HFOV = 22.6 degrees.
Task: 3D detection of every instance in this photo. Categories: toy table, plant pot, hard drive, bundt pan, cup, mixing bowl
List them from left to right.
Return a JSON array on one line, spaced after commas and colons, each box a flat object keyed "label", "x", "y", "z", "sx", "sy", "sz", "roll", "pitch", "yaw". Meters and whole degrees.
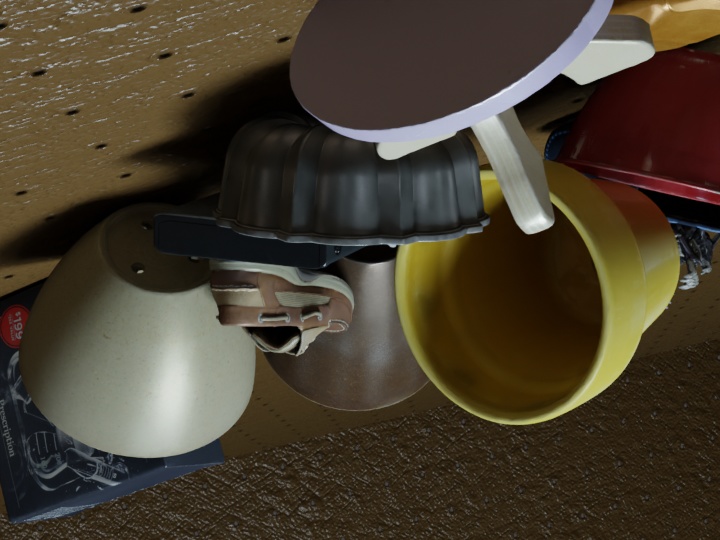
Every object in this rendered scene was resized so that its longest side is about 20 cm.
[{"label": "cup", "x": -0.173, "y": 0.029, "z": 1.469, "sx": 0.199, "sy": 0.201, "sz": 0.144, "roll": -11, "pitch": 141, "yaw": -25}, {"label": "hard drive", "x": -0.052, "y": -0.040, "z": 1.382, "sx": 0.139, "sy": 0.033, "sz": 0.200, "roll": 5, "pitch": -168, "yaw": 20}, {"label": "bundt pan", "x": -0.006, "y": -0.073, "z": 1.281, "sx": 0.200, "sy": 0.076, "sz": 0.202, "roll": 1, "pitch": -167, "yaw": 0}, {"label": "plant pot", "x": 0.000, "y": 0.000, "z": 1.601, "sx": 0.186, "sy": 0.188, "sz": 0.200, "roll": -14, "pitch": 155, "yaw": -10}, {"label": "toy table", "x": 0.072, "y": -0.124, "z": 1.056, "sx": 0.199, "sy": 0.185, "sz": 0.117, "roll": -8, "pitch": 158, "yaw": 27}, {"label": "plant pot", "x": 0.159, "y": 0.004, "z": 1.446, "sx": 0.200, "sy": 0.202, "sz": 0.188, "roll": -25, "pitch": 175, "yaw": 39}, {"label": "mixing bowl", "x": 0.260, "y": -0.116, "z": 1.430, "sx": 0.199, "sy": 0.109, "sz": 0.200, "roll": 12, "pitch": -178, "yaw": 0}]

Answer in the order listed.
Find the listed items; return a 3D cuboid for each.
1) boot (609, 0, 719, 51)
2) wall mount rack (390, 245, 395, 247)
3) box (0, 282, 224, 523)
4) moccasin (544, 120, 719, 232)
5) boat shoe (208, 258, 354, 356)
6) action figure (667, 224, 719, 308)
[{"label": "boot", "x": 0.220, "y": -0.185, "z": 1.198, "sx": 0.143, "sy": 0.071, "sz": 0.201, "roll": -15, "pitch": 175, "yaw": -23}, {"label": "wall mount rack", "x": 0.097, "y": -0.021, "z": 1.850, "sx": 0.199, "sy": 0.075, "sz": 0.174, "roll": -20, "pitch": 169, "yaw": 21}, {"label": "box", "x": -0.246, "y": 0.108, "z": 1.651, "sx": 0.181, "sy": 0.201, "sz": 0.104, "roll": -21, "pitch": 168, "yaw": 23}, {"label": "moccasin", "x": 0.250, "y": -0.086, "z": 1.567, "sx": 0.199, "sy": 0.081, "sz": 0.068, "roll": 14, "pitch": -152, "yaw": 23}, {"label": "boat shoe", "x": -0.065, "y": 0.032, "z": 1.442, "sx": 0.075, "sy": 0.072, "sz": 0.200, "roll": -2, "pitch": 168, "yaw": 27}, {"label": "action figure", "x": 0.387, "y": -0.005, "z": 2.310, "sx": 0.199, "sy": 0.103, "sz": 0.119, "roll": -12, "pitch": 157, "yaw": -15}]
